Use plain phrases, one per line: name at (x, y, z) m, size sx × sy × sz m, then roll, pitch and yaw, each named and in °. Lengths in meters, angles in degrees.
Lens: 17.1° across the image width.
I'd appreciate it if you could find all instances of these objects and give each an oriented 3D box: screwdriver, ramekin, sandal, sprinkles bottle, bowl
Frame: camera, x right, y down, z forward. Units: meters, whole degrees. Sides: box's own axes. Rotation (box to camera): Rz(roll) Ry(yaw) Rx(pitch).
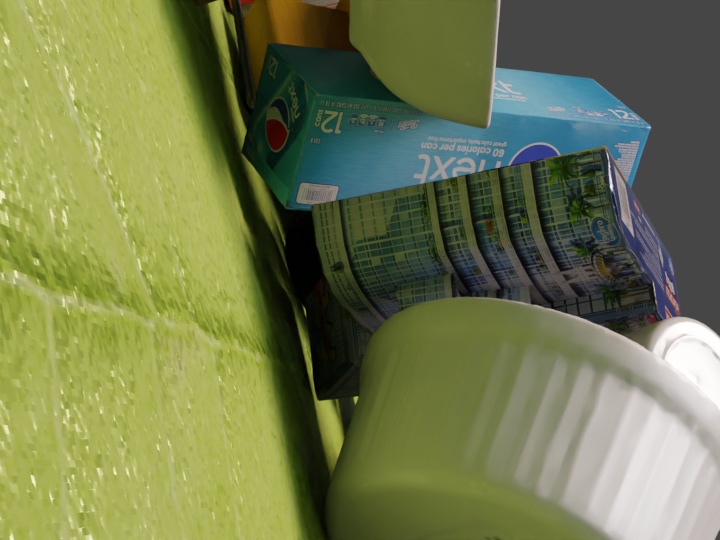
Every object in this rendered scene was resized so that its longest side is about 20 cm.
screwdriver at (-0.068, -0.147, 1.270) m, size 0.029 × 0.028 × 0.201 m, roll 113°, pitch -23°, yaw -44°
ramekin at (0.078, 0.112, 1.163) m, size 0.201 × 0.199 × 0.098 m, roll 71°, pitch 36°, yaw -50°
sandal at (-0.001, 0.000, 1.344) m, size 0.201 × 0.075 × 0.048 m, roll 86°, pitch 8°, yaw -57°
sprinkles bottle at (0.110, 0.082, 1.256) m, size 0.200 × 0.068 × 0.069 m, roll -26°, pitch -106°, yaw 51°
bowl at (0.036, -0.183, 1.171) m, size 0.200 × 0.074 × 0.202 m, roll -78°, pitch 170°, yaw -68°

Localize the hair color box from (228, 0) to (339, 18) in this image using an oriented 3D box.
hair color box at (-0.029, -0.191, 1.451) m, size 0.200 × 0.101 × 0.062 m, roll -22°, pitch 98°, yaw -87°

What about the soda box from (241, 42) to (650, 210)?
soda box at (0.045, -0.067, 1.233) m, size 0.068 × 0.199 × 0.065 m, roll 49°, pitch -52°, yaw 53°

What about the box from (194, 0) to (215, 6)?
box at (-0.101, -0.230, 1.105) m, size 0.200 × 0.021 × 0.165 m, roll 65°, pitch 11°, yaw -75°

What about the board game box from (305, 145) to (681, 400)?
board game box at (0.053, 0.012, 1.231) m, size 0.200 × 0.198 × 0.062 m, roll 42°, pitch 38°, yaw -67°

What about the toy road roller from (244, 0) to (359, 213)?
toy road roller at (-0.012, -0.082, 1.378) m, size 0.200 × 0.145 × 0.124 m, roll -55°, pitch -145°, yaw 42°
